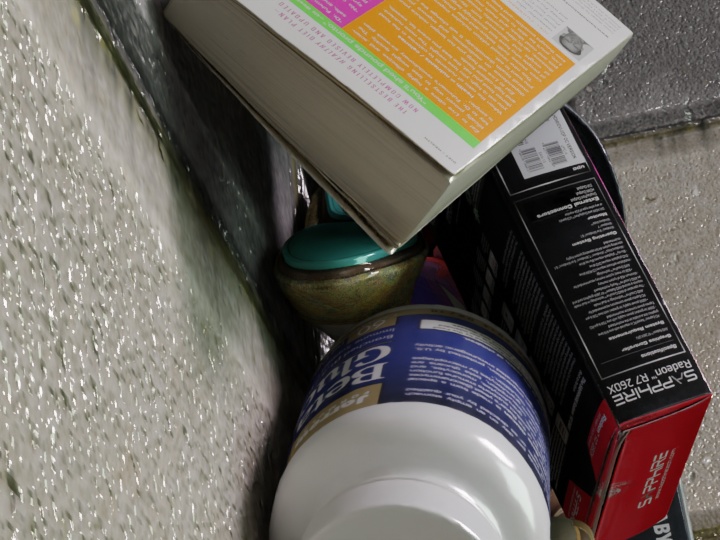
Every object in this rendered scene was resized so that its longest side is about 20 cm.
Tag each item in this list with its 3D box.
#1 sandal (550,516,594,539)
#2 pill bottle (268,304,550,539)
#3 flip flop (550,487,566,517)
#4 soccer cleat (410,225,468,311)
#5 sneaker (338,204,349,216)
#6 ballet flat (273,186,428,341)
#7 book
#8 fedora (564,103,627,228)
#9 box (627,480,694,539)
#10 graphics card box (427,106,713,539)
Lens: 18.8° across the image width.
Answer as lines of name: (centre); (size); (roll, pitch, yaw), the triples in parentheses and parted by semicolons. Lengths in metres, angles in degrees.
sandal: (0.037, 0.184, 0.902); (0.200, 0.054, 0.080); (-63, -171, -23)
pill bottle: (0.022, 0.093, 0.880); (0.200, 0.111, 0.111); (-75, 153, -73)
flip flop: (0.090, 0.141, 1.031); (0.200, 0.057, 0.081); (-97, 173, -57)
soccer cleat: (0.074, 0.014, 1.100); (0.200, 0.068, 0.073); (33, -21, 49)
sneaker: (-0.016, -0.101, 1.002); (0.088, 0.081, 0.200); (105, -28, -51)
ballet flat: (0.000, 0.000, 1.028); (0.200, 0.070, 0.071); (-76, 154, -73)
book: (0.022, -0.104, 0.911); (0.134, 0.048, 0.200); (43, 37, 5)
fedora: (0.071, -0.019, 1.362); (0.091, 0.200, 0.201); (-16, 97, -46)
box: (0.109, 0.171, 1.210); (0.046, 0.158, 0.200); (-89, 166, -50)
graphics card box: (0.088, 0.011, 0.990); (0.126, 0.051, 0.200); (93, -25, -58)
